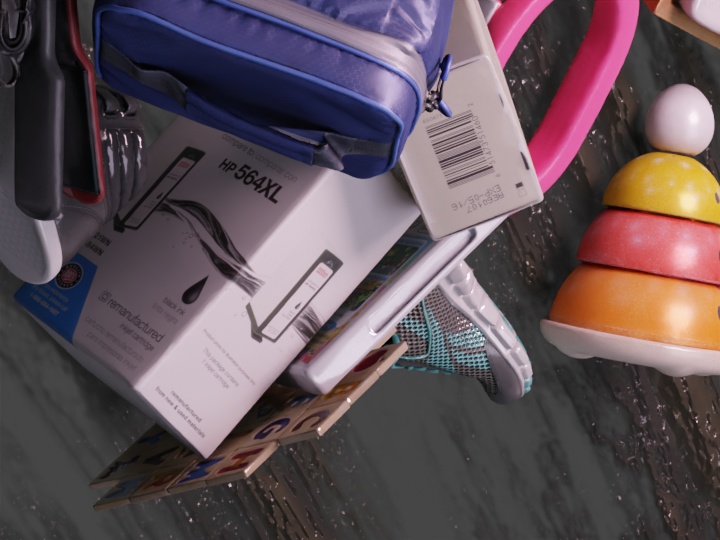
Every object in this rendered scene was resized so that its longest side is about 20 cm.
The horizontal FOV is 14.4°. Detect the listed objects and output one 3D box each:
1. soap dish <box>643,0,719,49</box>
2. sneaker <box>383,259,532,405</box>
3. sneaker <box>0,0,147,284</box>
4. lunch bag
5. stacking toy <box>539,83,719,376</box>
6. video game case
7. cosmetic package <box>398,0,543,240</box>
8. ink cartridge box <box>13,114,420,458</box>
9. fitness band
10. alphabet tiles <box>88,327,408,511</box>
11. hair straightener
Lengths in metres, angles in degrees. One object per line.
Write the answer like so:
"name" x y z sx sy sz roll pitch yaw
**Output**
"soap dish" 0.279 -0.223 1.943 0.200 0.081 0.158 19 101 -47
"sneaker" 0.045 0.036 1.904 0.091 0.078 0.200 -37 134 2
"sneaker" -0.179 -0.101 1.604 0.099 0.070 0.201 -40 131 -40
"lunch bag" -0.040 -0.128 1.518 0.136 0.199 0.133 102 9 -75
"stacking toy" 0.210 -0.031 1.985 0.146 0.146 0.201 6 94 -45
"video game case" 0.000 0.000 1.743 0.182 0.200 0.024 -44 107 -14
"cosmetic package" 0.048 -0.114 1.685 0.073 0.200 0.104 -21 117 4
"ink cartridge box" -0.084 -0.011 1.680 0.200 0.146 0.084 -49 132 -9
"fitness band" 0.110 -0.121 1.861 0.143 0.037 0.201 4 120 -48
"alphabet tiles" -0.068 0.087 1.691 0.166 0.199 0.006 -42 109 -45
"hair straightener" -0.173 -0.119 1.504 0.077 0.041 0.201 -28 128 -46
